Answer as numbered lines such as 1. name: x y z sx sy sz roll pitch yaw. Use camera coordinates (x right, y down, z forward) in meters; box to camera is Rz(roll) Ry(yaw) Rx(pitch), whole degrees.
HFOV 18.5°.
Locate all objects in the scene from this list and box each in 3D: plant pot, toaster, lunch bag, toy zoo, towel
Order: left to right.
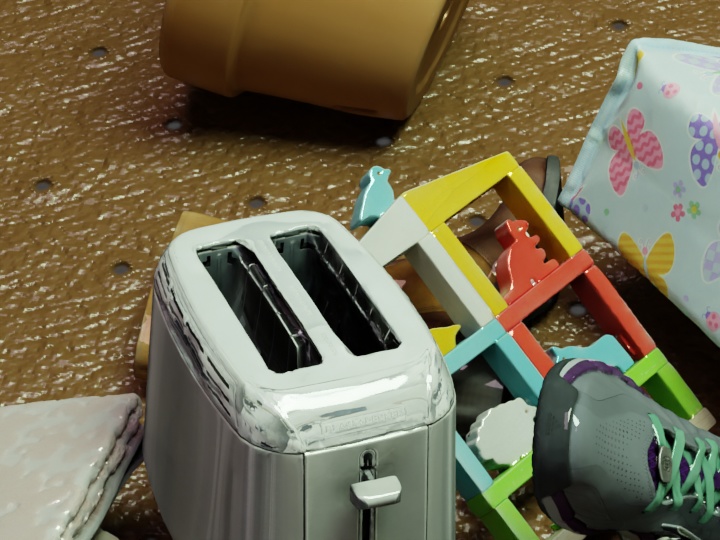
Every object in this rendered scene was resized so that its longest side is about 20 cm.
1. towel: -0.206 0.125 0.987 0.190 0.032 0.200 -8 25 19
2. toaster: -0.030 0.063 0.967 0.113 0.130 0.200 -9 36 -20
3. plant pot: -0.010 -0.175 1.256 0.140 0.200 0.200 25 47 4
4. toy zoo: 0.066 0.031 1.057 0.131 0.020 0.200 -35 86 -30
5. lunch bag: 0.232 -0.026 1.111 0.200 0.127 0.170 -3 35 -39

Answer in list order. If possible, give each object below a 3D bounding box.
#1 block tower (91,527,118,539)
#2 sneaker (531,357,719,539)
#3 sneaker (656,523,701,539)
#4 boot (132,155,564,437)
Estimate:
1. block tower: -0.067 0.180 0.961 0.200 0.058 0.054 26 51 26
2. sneaker: 0.139 0.083 0.951 0.087 0.200 0.075 1 78 24
3. sneaker: 0.185 0.141 0.929 0.199 0.079 0.130 -38 97 -22
4. boot: 0.000 0.000 1.152 0.199 0.069 0.189 10 57 16
